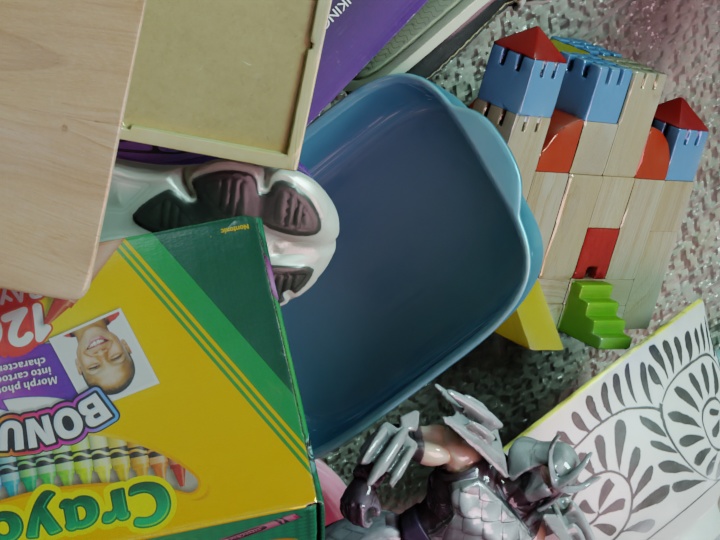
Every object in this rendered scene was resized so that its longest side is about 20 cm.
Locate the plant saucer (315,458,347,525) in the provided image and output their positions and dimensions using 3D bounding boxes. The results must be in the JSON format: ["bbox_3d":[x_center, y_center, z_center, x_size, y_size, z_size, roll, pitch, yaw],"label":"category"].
[{"bbox_3d":[-0.093,0.155,1.311,0.200,0.051,0.201,-20,129,-27],"label":"plant saucer"}]

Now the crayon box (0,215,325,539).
[{"bbox_3d":[-0.122,0.061,1.039,0.200,0.119,0.058,-11,157,-5],"label":"crayon box"}]

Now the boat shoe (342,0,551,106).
[{"bbox_3d":[0.070,-0.137,1.219,0.200,0.072,0.068,-45,131,-6],"label":"boat shoe"}]

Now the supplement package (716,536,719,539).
[{"bbox_3d":[0.199,0.242,1.541,0.117,0.117,0.200,-39,135,-7],"label":"supplement package"}]

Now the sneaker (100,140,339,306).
[{"bbox_3d":[-0.110,-0.029,1.120,0.200,0.083,0.081,11,110,-11],"label":"sneaker"}]

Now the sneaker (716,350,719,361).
[{"bbox_3d":[0.249,0.038,1.489,0.200,0.074,0.082,1,88,-32],"label":"sneaker"}]

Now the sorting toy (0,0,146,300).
[{"bbox_3d":[-0.176,-0.109,0.996,0.200,0.070,0.199,11,106,-7],"label":"sorting toy"}]

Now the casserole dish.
[{"bbox_3d":[0.000,0.000,1.206,0.200,0.121,0.039,-38,165,30],"label":"casserole dish"}]

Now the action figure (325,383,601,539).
[{"bbox_3d":[0.017,0.125,1.220,0.200,0.069,0.130,-29,112,20],"label":"action figure"}]

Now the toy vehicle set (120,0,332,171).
[{"bbox_3d":[-0.109,-0.116,1.050,0.200,0.027,0.124,11,106,-8],"label":"toy vehicle set"}]

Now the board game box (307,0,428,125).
[{"bbox_3d":[-0.033,-0.156,1.141,0.200,0.057,0.165,-47,134,-1],"label":"board game box"}]

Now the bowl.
[{"bbox_3d":[0.110,0.110,1.326,0.201,0.094,0.201,-37,174,-5],"label":"bowl"}]

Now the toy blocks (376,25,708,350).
[{"bbox_3d":[0.091,-0.045,1.293,0.200,0.100,0.137,2,109,-50],"label":"toy blocks"}]
